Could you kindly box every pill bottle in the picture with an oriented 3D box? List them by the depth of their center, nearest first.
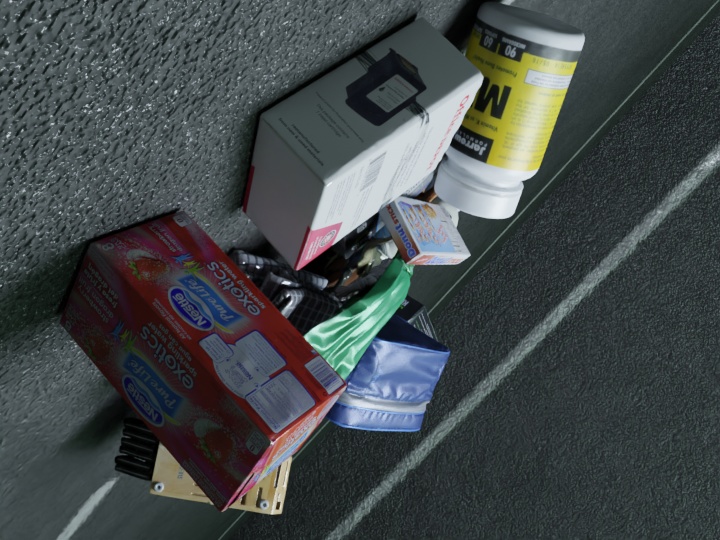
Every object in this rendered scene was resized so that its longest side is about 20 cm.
[{"bbox_3d":[0.150,-0.166,0.854,0.114,0.113,0.203,-28,139,-55],"label":"pill bottle"}]

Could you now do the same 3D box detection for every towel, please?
[{"bbox_3d":[-0.105,0.093,0.870,0.202,0.085,0.165,-60,149,4],"label":"towel"}]

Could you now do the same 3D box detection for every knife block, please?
[{"bbox_3d":[-0.187,0.220,0.944,0.175,0.196,0.065,158,-57,-79],"label":"knife block"}]

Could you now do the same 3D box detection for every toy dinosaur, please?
[{"bbox_3d":[0.000,0.000,0.967,0.089,0.047,0.200,-52,180,-8],"label":"toy dinosaur"}]

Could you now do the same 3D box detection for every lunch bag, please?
[{"bbox_3d":[0.009,0.127,1.010,0.198,0.135,0.134,16,100,-45],"label":"lunch bag"}]

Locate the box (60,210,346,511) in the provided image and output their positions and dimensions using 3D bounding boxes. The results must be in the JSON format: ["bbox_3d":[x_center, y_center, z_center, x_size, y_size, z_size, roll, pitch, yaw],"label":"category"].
[{"bbox_3d":[-0.122,0.063,0.618,0.099,0.200,0.096,-28,159,-53],"label":"box"}]

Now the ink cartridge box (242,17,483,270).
[{"bbox_3d":[0.000,-0.113,0.726,0.199,0.084,0.145,-38,167,-29],"label":"ink cartridge box"}]

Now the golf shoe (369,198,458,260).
[{"bbox_3d":[0.098,-0.059,1.111,0.096,0.079,0.199,-16,-172,39],"label":"golf shoe"}]

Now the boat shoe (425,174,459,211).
[{"bbox_3d":[0.163,-0.135,1.277,0.200,0.073,0.069,-49,159,-33],"label":"boat shoe"}]

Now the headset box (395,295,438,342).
[{"bbox_3d":[-0.015,0.112,1.224,0.199,0.173,0.093,-41,132,-17],"label":"headset box"}]

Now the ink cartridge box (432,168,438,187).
[{"bbox_3d":[0.175,-0.186,1.075,0.197,0.043,0.200,-49,-172,21],"label":"ink cartridge box"}]

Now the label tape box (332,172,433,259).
[{"bbox_3d":[0.016,-0.090,0.925,0.144,0.063,0.200,-42,168,-11],"label":"label tape box"}]

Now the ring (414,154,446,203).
[{"bbox_3d":[0.116,-0.153,1.026,0.201,0.019,0.201,-50,-172,10],"label":"ring"}]

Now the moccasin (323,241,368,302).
[{"bbox_3d":[-0.006,-0.016,1.099,0.073,0.078,0.201,-18,-163,47],"label":"moccasin"}]

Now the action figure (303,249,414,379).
[{"bbox_3d":[-0.003,0.047,0.860,0.200,0.054,0.119,-46,149,-24],"label":"action figure"}]

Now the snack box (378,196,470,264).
[{"bbox_3d":[0.076,-0.043,0.922,0.024,0.073,0.199,-30,170,20],"label":"snack box"}]
